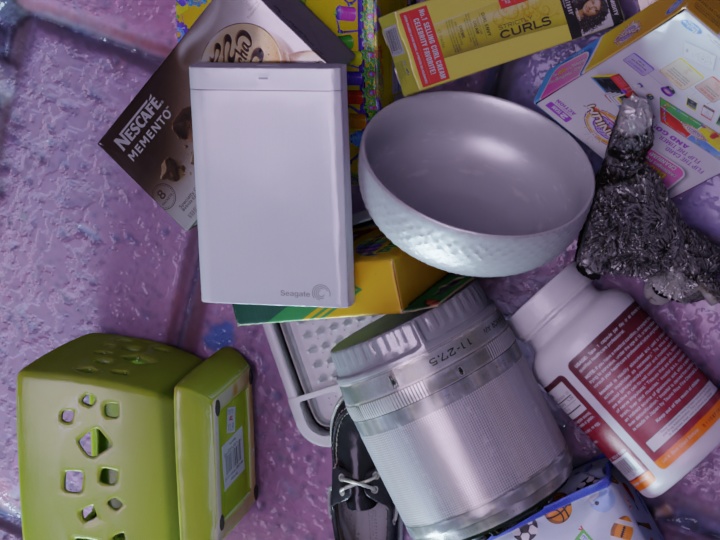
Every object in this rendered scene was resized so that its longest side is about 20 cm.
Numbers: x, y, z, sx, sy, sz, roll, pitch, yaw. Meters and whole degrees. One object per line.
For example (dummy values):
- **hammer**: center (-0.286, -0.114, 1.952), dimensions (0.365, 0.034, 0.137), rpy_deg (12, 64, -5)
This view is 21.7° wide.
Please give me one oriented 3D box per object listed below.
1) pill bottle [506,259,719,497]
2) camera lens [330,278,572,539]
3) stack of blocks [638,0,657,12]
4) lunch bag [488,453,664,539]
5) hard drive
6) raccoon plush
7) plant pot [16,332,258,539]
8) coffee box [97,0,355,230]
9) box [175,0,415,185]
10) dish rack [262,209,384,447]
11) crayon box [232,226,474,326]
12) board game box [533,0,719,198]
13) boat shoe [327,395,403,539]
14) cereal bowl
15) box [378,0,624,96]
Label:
- **pill bottle**: center (0.225, 0.091, 1.647), dimensions (0.200, 0.113, 0.113), rpy_deg (48, 111, 5)
- **camera lens**: center (0.080, 0.128, 1.635), dimensions (0.159, 0.160, 0.201), rpy_deg (-25, 94, 21)
- **stack of blocks**: center (0.251, -0.309, 1.563), dimensions (0.058, 0.115, 0.201), rpy_deg (-12, 95, 20)
- **lunch bag**: center (0.178, 0.281, 1.695), dimensions (0.199, 0.124, 0.171), rpy_deg (-30, 92, 15)
- **hard drive**: center (-0.073, -0.070, 1.558), dimensions (0.131, 0.027, 0.201), rpy_deg (2, 105, 16)
- **raccoon plush**: center (0.259, -0.044, 1.576), dimensions (0.133, 0.097, 0.200), rpy_deg (14, 147, 3)
- **plant pot**: center (-0.202, 0.171, 1.771), dimensions (0.181, 0.200, 0.200), rpy_deg (0, 100, 11)
- **coffee box**: center (-0.116, -0.146, 1.609), dimensions (0.113, 0.080, 0.200), rpy_deg (45, 111, 4)
- **box**: center (-0.056, -0.185, 1.689), dimensions (0.192, 0.122, 0.201), rpy_deg (3, 102, 18)
- **dish rack**: center (-0.002, 0.051, 1.756), dimensions (0.171, 0.044, 0.201), rpy_deg (-18, 94, 22)
- **crayon box**: center (0.000, 0.000, 1.641), dimensions (0.199, 0.127, 0.051), rpy_deg (-5, 105, 28)
- **board game box**: center (0.261, -0.144, 1.548), dimensions (0.153, 0.040, 0.200), rpy_deg (37, 146, -17)
- **boat shoe**: center (0.002, 0.207, 1.745), dimensions (0.073, 0.060, 0.201), rpy_deg (6, 120, 12)
- **cereal bowl**: center (0.092, -0.062, 1.581), dimensions (0.199, 0.200, 0.084), rpy_deg (24, 132, 13)
- **box**: center (0.121, -0.214, 1.604), dimensions (0.199, 0.050, 0.076), rpy_deg (-19, 95, -15)
